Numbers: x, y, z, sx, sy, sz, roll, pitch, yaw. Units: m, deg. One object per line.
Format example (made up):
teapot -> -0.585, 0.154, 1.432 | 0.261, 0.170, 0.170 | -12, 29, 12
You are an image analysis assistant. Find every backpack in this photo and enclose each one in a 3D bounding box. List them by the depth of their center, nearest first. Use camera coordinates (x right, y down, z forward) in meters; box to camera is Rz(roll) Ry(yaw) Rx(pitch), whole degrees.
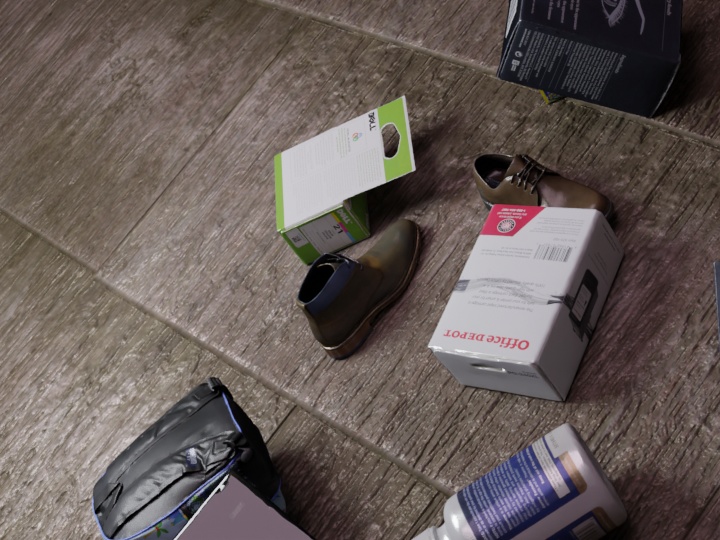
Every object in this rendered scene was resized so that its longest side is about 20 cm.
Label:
backpack -> -0.189, 0.254, 1.645 | 0.199, 0.148, 0.183 | -37, 28, -1

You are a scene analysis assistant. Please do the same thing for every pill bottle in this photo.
pill bottle -> 0.151, 0.247, 1.435 | 0.199, 0.111, 0.112 | -34, 42, 7

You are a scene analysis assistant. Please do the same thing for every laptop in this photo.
laptop -> -0.107, 0.348, 1.492 | 0.199, 0.116, 0.188 | 35, 77, 28

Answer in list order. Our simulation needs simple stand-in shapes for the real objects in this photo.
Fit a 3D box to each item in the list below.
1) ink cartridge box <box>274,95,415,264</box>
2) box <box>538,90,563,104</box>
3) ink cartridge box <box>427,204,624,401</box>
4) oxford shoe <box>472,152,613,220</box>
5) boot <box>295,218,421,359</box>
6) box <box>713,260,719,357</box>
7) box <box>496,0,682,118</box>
ink cartridge box -> -0.009, -0.116, 1.895 | 0.198, 0.076, 0.149 | -23, 44, 17
box -> 0.243, -0.311, 1.884 | 0.069, 0.064, 0.202 | -23, 45, 19
ink cartridge box -> 0.184, 0.033, 1.616 | 0.144, 0.084, 0.202 | 6, 59, 39
oxford shoe -> 0.204, -0.091, 1.709 | 0.198, 0.085, 0.073 | 18, 64, 42
boot -> 0.000, 0.000, 1.770 | 0.074, 0.097, 0.201 | 14, 65, 42
box -> 0.442, 0.076, 1.363 | 0.198, 0.118, 0.199 | -15, 47, 25
box -> 0.274, -0.288, 1.738 | 0.197, 0.105, 0.149 | 15, 55, -3
